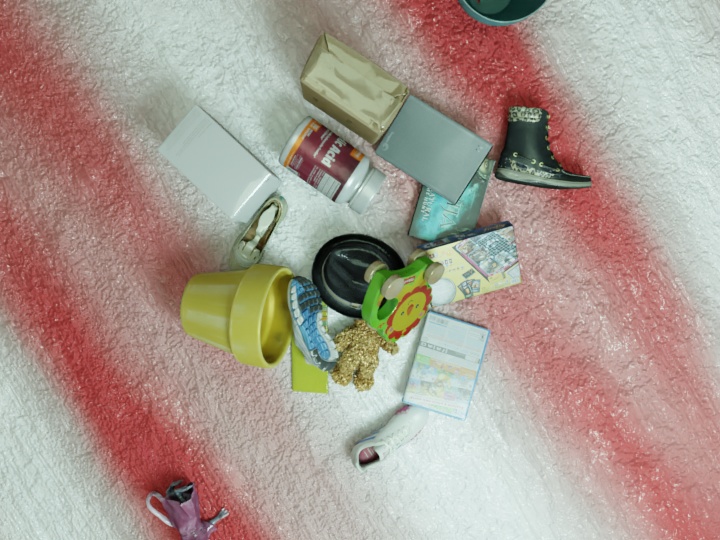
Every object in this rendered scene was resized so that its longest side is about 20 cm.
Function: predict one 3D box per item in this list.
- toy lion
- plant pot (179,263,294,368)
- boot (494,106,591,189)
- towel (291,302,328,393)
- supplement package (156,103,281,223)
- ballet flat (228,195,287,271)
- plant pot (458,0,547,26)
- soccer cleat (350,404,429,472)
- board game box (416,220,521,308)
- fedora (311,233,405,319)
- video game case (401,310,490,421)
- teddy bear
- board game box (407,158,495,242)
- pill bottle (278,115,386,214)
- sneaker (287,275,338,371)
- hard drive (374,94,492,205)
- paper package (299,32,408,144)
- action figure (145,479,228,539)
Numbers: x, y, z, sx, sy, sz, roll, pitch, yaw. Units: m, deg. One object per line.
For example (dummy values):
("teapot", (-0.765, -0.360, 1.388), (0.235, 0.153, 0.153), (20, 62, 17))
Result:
("toy lion", (0.076, 0.062, 1.212), (0.069, 0.199, 0.193), (38, 125, 31))
("plant pot", (-0.246, 0.080, 1.232), (0.187, 0.201, 0.203), (8, 95, 13))
("boot", (0.386, -0.249, 1.270), (0.202, 0.073, 0.155), (7, 93, -2))
("towel", (-0.108, 0.161, 1.317), (0.085, 0.018, 0.202), (2, 97, 18))
("supplement package", (-0.274, -0.206, 1.221), (0.200, 0.121, 0.120), (42, 93, 3))
("ballet flat", (-0.218, -0.070, 1.275), (0.067, 0.062, 0.201), (29, 94, -4))
("plant pot", (0.267, -0.568, 1.204), (0.198, 0.135, 0.202), (0, 95, -1))
("soccer cleat", (0.067, 0.361, 1.312), (0.199, 0.086, 0.070), (-37, 95, 2))
("board game box", (0.228, -0.012, 1.286), (0.198, 0.035, 0.136), (-15, 115, 0))
("fedora", (0.000, 0.000, 1.245), (0.199, 0.092, 0.202), (1, 73, -4))
("video game case", (0.183, 0.204, 1.320), (0.142, 0.018, 0.202), (17, 85, -4))
("teddy bear", (0.007, 0.162, 1.301), (0.144, 0.067, 0.201), (34, 94, -7))
("board game box", (0.190, -0.151, 1.295), (0.134, 0.028, 0.202), (16, 95, -2))
("pill bottle", (-0.054, -0.208, 1.240), (0.199, 0.114, 0.115), (34, 94, -5))
("sneaker", (-0.117, 0.110, 1.262), (0.075, 0.086, 0.202), (-22, 101, -38))
("hard drive", (0.148, -0.246, 1.258), (0.199, 0.033, 0.140), (34, 98, 10))
("paper package", (-0.016, -0.342, 1.185), (0.190, 0.200, 0.104), (33, 94, -5))
("action figure", (-0.359, 0.551, 1.296), (0.148, 0.134, 0.202), (-18, 93, 1))
